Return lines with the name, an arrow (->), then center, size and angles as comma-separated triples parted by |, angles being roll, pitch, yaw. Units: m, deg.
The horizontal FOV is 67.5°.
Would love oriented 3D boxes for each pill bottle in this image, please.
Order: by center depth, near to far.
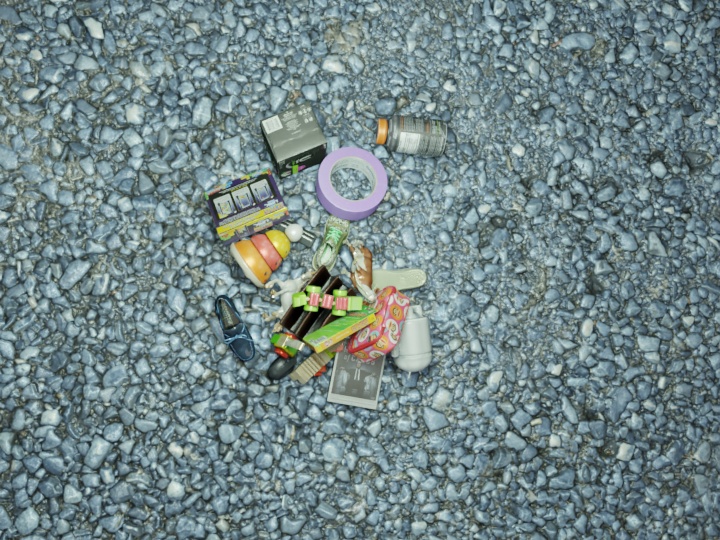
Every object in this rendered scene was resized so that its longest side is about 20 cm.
pill bottle -> 0.144, -0.395, 1.573 | 0.198, 0.106, 0.107 | 5, 87, -7

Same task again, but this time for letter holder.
letter holder -> -0.116, 0.101, 1.486 | 0.100, 0.142, 0.201 | 34, 81, 14

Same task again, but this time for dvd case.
dvd case -> -0.008, 0.290, 1.564 | 0.149, 0.025, 0.202 | 11, 87, -7

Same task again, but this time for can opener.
can opener -> -0.227, -0.115, 1.552 | 0.199, 0.053, 0.067 | 28, 117, -5

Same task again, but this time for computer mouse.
computer mouse -> -0.184, 0.238, 1.540 | 0.200, 0.034, 0.059 | -43, 92, -7

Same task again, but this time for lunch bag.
lunch bag -> 0.043, 0.152, 1.493 | 0.082, 0.176, 0.201 | 37, 48, -19

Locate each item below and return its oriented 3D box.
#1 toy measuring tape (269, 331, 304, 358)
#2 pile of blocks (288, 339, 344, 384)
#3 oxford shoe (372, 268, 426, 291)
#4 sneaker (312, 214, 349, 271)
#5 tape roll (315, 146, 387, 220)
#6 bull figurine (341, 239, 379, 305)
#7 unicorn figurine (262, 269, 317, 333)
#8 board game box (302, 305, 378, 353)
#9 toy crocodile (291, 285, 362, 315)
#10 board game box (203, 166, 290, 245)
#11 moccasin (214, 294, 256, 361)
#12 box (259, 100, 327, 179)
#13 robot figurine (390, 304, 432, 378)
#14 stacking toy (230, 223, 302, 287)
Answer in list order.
toy measuring tape -> -0.185, 0.209, 1.469 | 0.073, 0.199, 0.074 | 0, 90, -33
pile of blocks -> -0.111, 0.252, 1.527 | 0.200, 0.082, 0.062 | -43, 93, 8
oxford shoe -> 0.095, 0.028, 1.576 | 0.198, 0.058, 0.076 | -6, 94, 8
sneaker -> -0.078, -0.084, 1.540 | 0.076, 0.089, 0.202 | 19, 85, -5
tape roll -> -0.026, -0.249, 1.543 | 0.198, 0.066, 0.202 | 3, 73, -10
bull figurine -> 0.000, 0.000, 1.506 | 0.065, 0.201, 0.122 | -24, 133, 18
unicorn figurine -> -0.202, 0.070, 1.515 | 0.074, 0.137, 0.201 | 36, 117, 35
board game box -> -0.049, 0.151, 1.426 | 0.199, 0.095, 0.030 | -30, 107, -19
toy crocodile -> -0.086, 0.081, 1.420 | 0.198, 0.062, 0.068 | 9, 91, -20
board game box -> -0.315, -0.181, 1.498 | 0.199, 0.057, 0.166 | -22, 61, -7
moccasin -> -0.360, 0.165, 1.505 | 0.080, 0.068, 0.201 | -30, 91, -7
box -> -0.184, -0.353, 1.484 | 0.148, 0.200, 0.125 | -24, 89, -7
robot figurine -> 0.145, 0.202, 1.541 | 0.169, 0.112, 0.202 | -3, 86, -41
stacking toy -> -0.244, -0.063, 1.485 | 0.199, 0.146, 0.147 | -36, 92, -4
